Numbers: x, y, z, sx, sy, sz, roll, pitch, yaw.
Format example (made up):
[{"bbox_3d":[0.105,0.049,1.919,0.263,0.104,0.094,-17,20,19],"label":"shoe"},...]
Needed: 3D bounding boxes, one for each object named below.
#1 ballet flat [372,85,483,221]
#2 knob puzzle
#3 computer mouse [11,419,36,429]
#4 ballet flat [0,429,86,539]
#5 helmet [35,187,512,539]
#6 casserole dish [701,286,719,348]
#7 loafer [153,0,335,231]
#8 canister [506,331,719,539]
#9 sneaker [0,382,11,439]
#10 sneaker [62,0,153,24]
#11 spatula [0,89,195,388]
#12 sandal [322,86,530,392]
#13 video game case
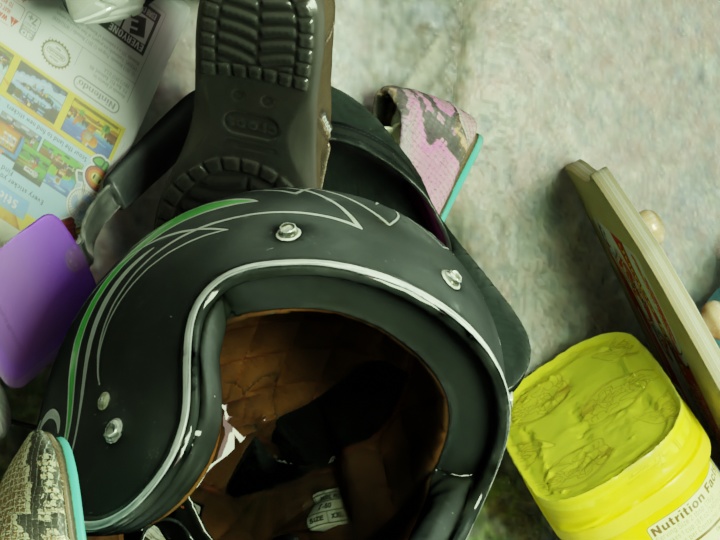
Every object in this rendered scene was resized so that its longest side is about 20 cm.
[{"bbox_3d":[0.000,0.000,1.386,0.071,0.069,0.200,25,66,-14],"label":"ballet flat"},{"bbox_3d":[0.167,0.034,1.431,0.030,0.220,0.220,-26,104,-1],"label":"knob puzzle"},{"bbox_3d":[-0.145,0.072,1.286,0.200,0.034,0.059,13,77,-29],"label":"computer mouse"},{"bbox_3d":[-0.122,0.164,1.092,0.075,0.068,0.200,-14,94,-16],"label":"ballet flat"},{"bbox_3d":[-0.037,0.061,1.215,0.200,0.200,0.191,38,65,-28],"label":"helmet"},{"bbox_3d":[0.236,0.074,1.558,0.121,0.039,0.200,-39,108,-47],"label":"casserole dish"},{"bbox_3d":[-0.040,-0.062,1.293,0.073,0.200,0.071,19,36,6],"label":"loafer"},{"bbox_3d":[0.160,0.146,1.439,0.086,0.149,0.200,-33,111,2],"label":"canister"},{"bbox_3d":[-0.227,0.010,1.203,0.080,0.070,0.200,-42,112,5],"label":"sneaker"},{"bbox_3d":[-0.083,-0.188,1.324,0.199,0.079,0.130,-18,84,-48],"label":"sneaker"},{"bbox_3d":[-0.112,-0.026,1.286,0.057,0.021,0.200,65,35,-24],"label":"spatula"},{"bbox_3d":[0.007,-0.023,1.341,0.075,0.048,0.200,-37,74,-17],"label":"sandal"},{"bbox_3d":[-0.184,-0.092,1.275,0.200,0.023,0.182,35,65,-31],"label":"video game case"}]
